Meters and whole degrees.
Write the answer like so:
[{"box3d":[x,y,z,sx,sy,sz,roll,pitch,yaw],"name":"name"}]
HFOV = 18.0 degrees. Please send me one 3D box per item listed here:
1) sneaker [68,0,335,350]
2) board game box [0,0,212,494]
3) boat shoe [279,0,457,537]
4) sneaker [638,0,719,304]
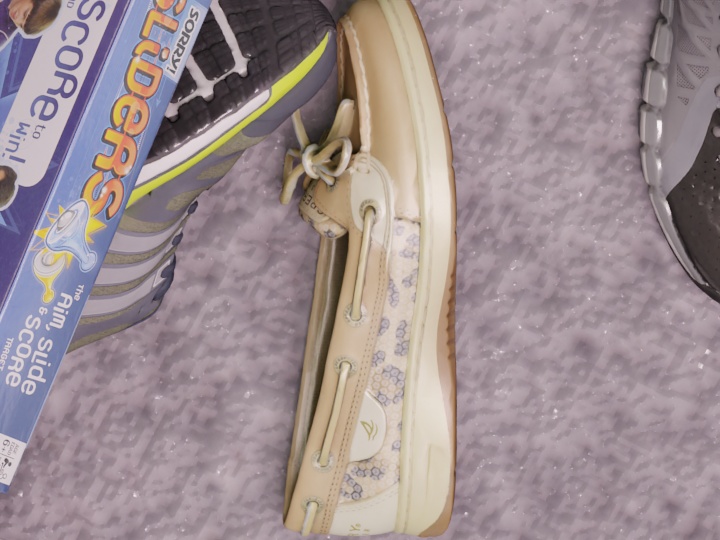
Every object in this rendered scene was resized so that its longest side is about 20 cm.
[{"box3d":[-0.087,-0.028,0.794,0.200,0.081,0.074,-36,56,14],"name":"sneaker"},{"box3d":[-0.132,-0.043,0.743,0.135,0.034,0.201,18,82,37],"name":"board game box"},{"box3d":[0.000,0.000,0.814,0.062,0.073,0.201,-3,97,-5],"name":"boat shoe"},{"box3d":[0.140,-0.078,0.791,0.075,0.116,0.201,-5,97,-2],"name":"sneaker"}]
